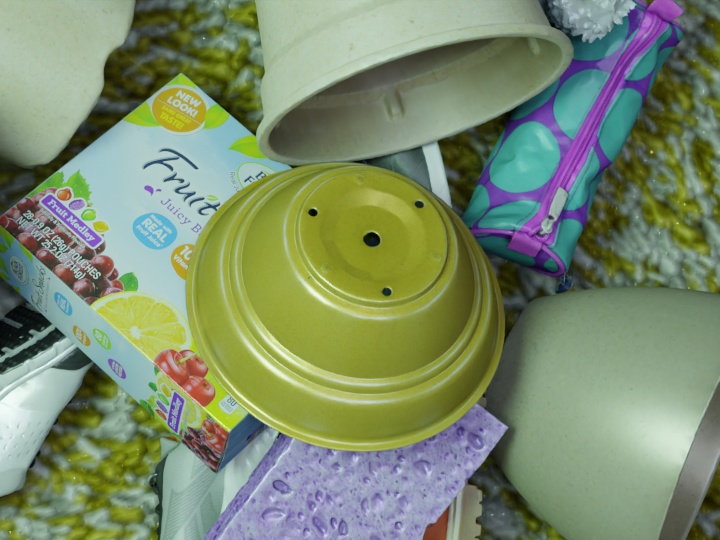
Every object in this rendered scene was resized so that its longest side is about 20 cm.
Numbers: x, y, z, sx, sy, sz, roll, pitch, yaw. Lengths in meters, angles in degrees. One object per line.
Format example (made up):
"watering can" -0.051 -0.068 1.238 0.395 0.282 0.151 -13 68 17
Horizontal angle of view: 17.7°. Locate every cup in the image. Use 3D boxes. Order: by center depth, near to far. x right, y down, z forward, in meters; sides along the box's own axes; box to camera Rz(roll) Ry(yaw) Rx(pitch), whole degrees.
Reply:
"cup" 0.161 0.090 1.499 0.143 0.200 0.201 22 82 15

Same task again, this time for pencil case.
"pencil case" 0.141 -0.093 1.538 0.085 0.092 0.201 30 79 -20

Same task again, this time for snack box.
"snack box" -0.101 -0.002 1.442 0.200 0.068 0.169 42 61 12

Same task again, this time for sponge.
"sponge" -0.012 0.144 1.435 0.111 0.030 0.200 36 91 -17

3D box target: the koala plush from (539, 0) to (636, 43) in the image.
"koala plush" 0.117 -0.251 1.510 0.183 0.177 0.201 8 90 -55

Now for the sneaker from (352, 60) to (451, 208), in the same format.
"sneaker" 0.002 -0.077 1.526 0.099 0.071 0.201 -15 92 -3

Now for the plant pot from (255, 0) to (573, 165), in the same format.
"plant pot" 0.008 -0.186 1.414 0.200 0.200 0.184 -14 77 -13

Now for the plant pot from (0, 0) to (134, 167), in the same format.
"plant pot" -0.247 -0.161 1.413 0.183 0.200 0.201 28 81 -20

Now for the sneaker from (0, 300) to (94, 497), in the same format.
"sneaker" -0.224 0.089 1.470 0.200 0.074 0.080 -41 120 -14

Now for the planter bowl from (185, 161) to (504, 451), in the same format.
"planter bowl" 0.000 0.000 1.374 0.199 0.084 0.201 6 58 -10

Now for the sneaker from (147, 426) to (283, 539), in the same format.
"sneaker" -0.104 0.155 1.480 0.079 0.074 0.201 22 96 9

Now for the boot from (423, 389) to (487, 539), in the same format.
"boot" 0.023 0.094 1.482 0.107 0.075 0.201 1 93 -13
